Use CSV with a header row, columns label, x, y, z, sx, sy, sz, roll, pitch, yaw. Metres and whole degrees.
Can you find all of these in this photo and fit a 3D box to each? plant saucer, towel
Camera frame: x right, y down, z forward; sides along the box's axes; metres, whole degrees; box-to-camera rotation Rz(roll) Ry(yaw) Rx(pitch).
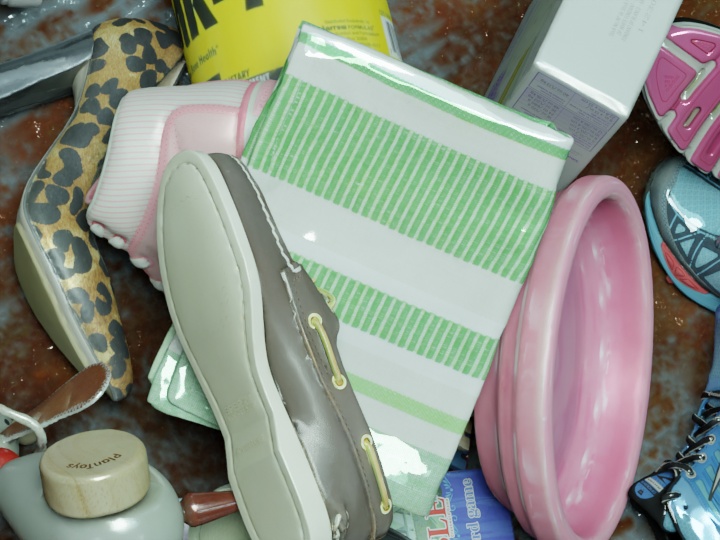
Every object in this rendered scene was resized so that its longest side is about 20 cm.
label,x,y,z,sx,sy,sz,roll,pitch,yaw
plant saucer,0.106,0.050,1.148,0.051,0.201,0.201,3,68,22
towel,0.000,0.000,1.046,0.152,0.023,0.201,22,99,0

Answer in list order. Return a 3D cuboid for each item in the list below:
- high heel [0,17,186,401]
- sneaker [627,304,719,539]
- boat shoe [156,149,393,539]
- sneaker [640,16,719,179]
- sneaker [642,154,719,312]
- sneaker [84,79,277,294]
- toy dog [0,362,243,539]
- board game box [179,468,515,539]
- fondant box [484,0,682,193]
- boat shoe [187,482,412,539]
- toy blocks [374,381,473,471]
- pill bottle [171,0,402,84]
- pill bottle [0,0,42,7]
label,x,y,z,sx,sy,sz,roll,pitch,yaw
high heel,-0.120,-0.040,1.161,0.142,0.071,0.200,-21,76,-21
sneaker,0.192,0.111,1.183,0.090,0.078,0.201,6,85,-7
boat shoe,-0.039,0.038,1.014,0.059,0.072,0.201,-15,85,-35
sneaker,0.220,-0.094,1.245,0.200,0.074,0.088,24,22,-34
sneaker,0.247,0.002,1.235,0.200,0.096,0.079,46,67,2
sneaker,-0.085,-0.010,1.127,0.104,0.201,0.075,4,34,8
toy dog,-0.129,0.099,1.054,0.096,0.132,0.200,-14,43,-29
board game box,-0.008,0.210,1.129,0.199,0.041,0.201,-5,74,-17
fondant box,0.115,-0.116,1.178,0.058,0.200,0.145,27,68,-2
boat shoe,0.009,0.163,1.091,0.199,0.066,0.075,25,101,2
toy blocks,0.040,0.020,1.155,0.100,0.137,0.201,-1,73,29
pill bottle,-0.049,-0.164,1.178,0.114,0.114,0.201,-10,77,-18
pill bottle,-0.266,-0.175,1.140,0.199,0.111,0.111,-1,73,-16
